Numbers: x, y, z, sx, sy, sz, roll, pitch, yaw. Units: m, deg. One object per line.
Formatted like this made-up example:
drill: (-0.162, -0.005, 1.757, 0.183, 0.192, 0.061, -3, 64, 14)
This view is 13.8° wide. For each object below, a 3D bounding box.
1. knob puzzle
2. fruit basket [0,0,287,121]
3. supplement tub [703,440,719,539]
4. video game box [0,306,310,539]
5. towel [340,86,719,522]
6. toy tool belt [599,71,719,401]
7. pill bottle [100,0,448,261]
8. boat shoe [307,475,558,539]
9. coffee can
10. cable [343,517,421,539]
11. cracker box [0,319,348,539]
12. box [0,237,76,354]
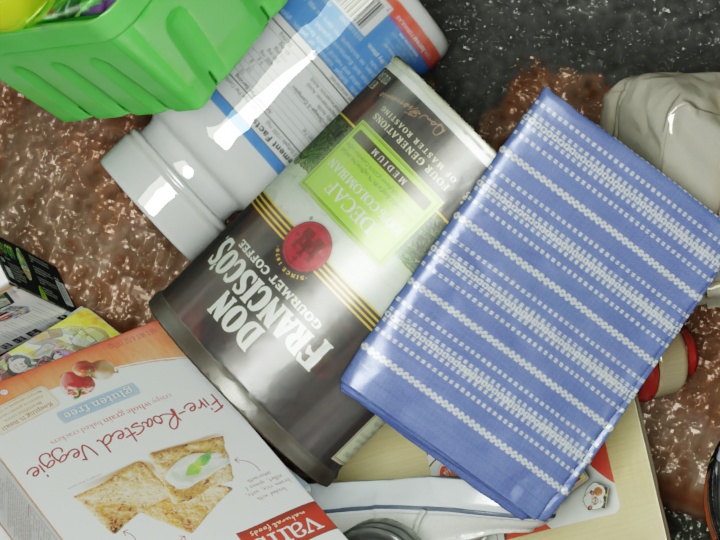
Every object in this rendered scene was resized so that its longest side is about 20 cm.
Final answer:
knob puzzle: (0.071, 0.098, 1.745, 0.218, 0.030, 0.221, -1, 87, 19)
fruit basket: (-0.171, -0.180, 1.667, 0.215, 0.216, 0.156, 34, 66, 8)
supplement tub: (0.252, 0.124, 1.647, 0.122, 0.200, 0.124, 0, 84, 5)
video game box: (-0.160, 0.124, 1.684, 0.182, 0.047, 0.200, -32, 54, -32)
towel: (0.098, 0.022, 1.619, 0.144, 0.024, 0.201, 35, 92, -13)
toy tool belt: (0.210, -0.025, 1.707, 0.122, 0.125, 0.201, -10, 116, -20)
pill bottle: (-0.054, -0.103, 1.744, 0.200, 0.112, 0.112, -43, 82, 0)
boat shoe: (0.021, 0.163, 1.704, 0.201, 0.075, 0.087, -5, 85, 22)
coffee can: (0.000, 0.000, 1.680, 0.200, 0.146, 0.146, -45, 82, 1)
cable: (-0.039, 0.189, 1.698, 0.097, 0.050, 0.200, 46, 121, 7)
cracker box: (-0.115, 0.126, 1.611, 0.133, 0.058, 0.200, -22, 50, -28)
box: (-0.234, 0.026, 1.701, 0.110, 0.200, 0.035, -26, 82, 2)
